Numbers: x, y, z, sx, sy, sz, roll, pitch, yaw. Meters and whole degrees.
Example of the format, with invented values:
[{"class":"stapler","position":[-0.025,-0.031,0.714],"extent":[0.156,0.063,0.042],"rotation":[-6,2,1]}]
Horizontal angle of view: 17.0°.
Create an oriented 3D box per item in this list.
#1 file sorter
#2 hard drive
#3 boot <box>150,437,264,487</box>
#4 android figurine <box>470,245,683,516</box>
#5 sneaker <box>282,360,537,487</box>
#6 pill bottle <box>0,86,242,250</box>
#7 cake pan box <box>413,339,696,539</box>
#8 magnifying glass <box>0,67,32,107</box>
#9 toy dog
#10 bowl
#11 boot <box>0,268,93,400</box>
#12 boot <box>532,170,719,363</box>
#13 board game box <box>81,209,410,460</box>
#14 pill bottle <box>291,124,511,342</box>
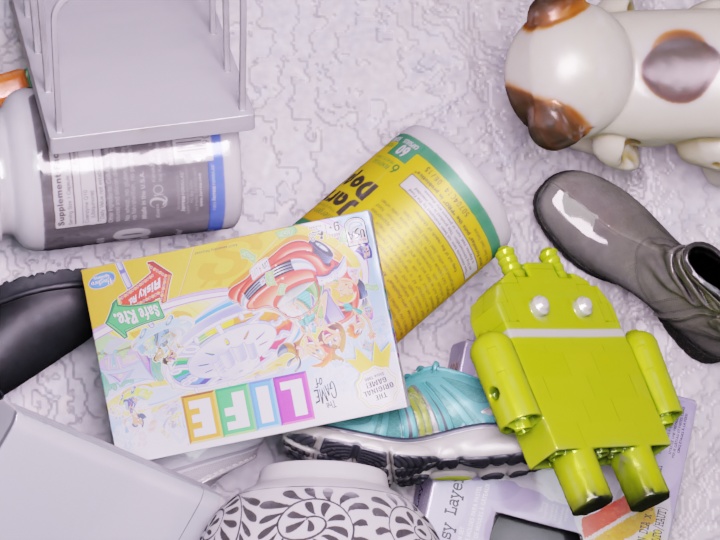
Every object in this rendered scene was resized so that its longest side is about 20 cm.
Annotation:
[{"class":"file sorter","position":[-0.159,-0.193,1.621],"extent":[0.138,0.125,0.201],"rotation":[-8,41,-13]},{"class":"hard drive","position":[-0.191,0.173,1.563],"extent":[0.200,0.027,0.132],"rotation":[29,92,-47]},{"class":"boot","position":[-0.150,0.176,1.671],"extent":[0.199,0.074,0.096],"rotation":[-20,94,-4]},{"class":"android figurine","position":[0.147,0.072,1.668],"extent":[0.181,0.041,0.201],"rotation":[3,59,-42]},{"class":"sneaker","position":[0.042,0.105,1.671],"extent":[0.198,0.078,0.080],"rotation":[-2,68,-12]},{"class":"pill bottle","position":[-0.188,-0.074,1.662],"extent":[0.199,0.114,0.115],"rotation":[-7,85,-11]},{"class":"cake pan box","position":[0.133,0.168,1.730],"extent":[0.183,0.052,0.201],"rotation":[16,81,-6]},{"class":"magnifying glass","position":[-0.217,-0.138,1.713],"extent":[0.199,0.022,0.080],"rotation":[-17,88,-14]},{"class":"toy dog","position":[0.197,-0.131,1.708],"extent":[0.199,0.194,0.141],"rotation":[3,95,-17]},{"class":"bowl","position":[-0.026,0.182,1.621],"extent":[0.199,0.201,0.095],"rotation":[5,74,-10]},{"class":"boot","position":[-0.247,0.098,1.630],"extent":[0.197,0.073,0.163],"rotation":[-16,66,-6]},{"class":"boot","position":[0.222,-0.010,1.724],"extent":[0.200,0.131,0.068],"rotation":[40,78,-4]},{"class":"board game box","position":[-0.077,0.046,1.613],"extent":[0.199,0.034,0.135],"rotation":[-12,87,4]},{"class":"pill bottle","position":[0.000,0.000,1.690],"extent":[0.200,0.113,0.113],"rotation":[-41,92,-12]}]
